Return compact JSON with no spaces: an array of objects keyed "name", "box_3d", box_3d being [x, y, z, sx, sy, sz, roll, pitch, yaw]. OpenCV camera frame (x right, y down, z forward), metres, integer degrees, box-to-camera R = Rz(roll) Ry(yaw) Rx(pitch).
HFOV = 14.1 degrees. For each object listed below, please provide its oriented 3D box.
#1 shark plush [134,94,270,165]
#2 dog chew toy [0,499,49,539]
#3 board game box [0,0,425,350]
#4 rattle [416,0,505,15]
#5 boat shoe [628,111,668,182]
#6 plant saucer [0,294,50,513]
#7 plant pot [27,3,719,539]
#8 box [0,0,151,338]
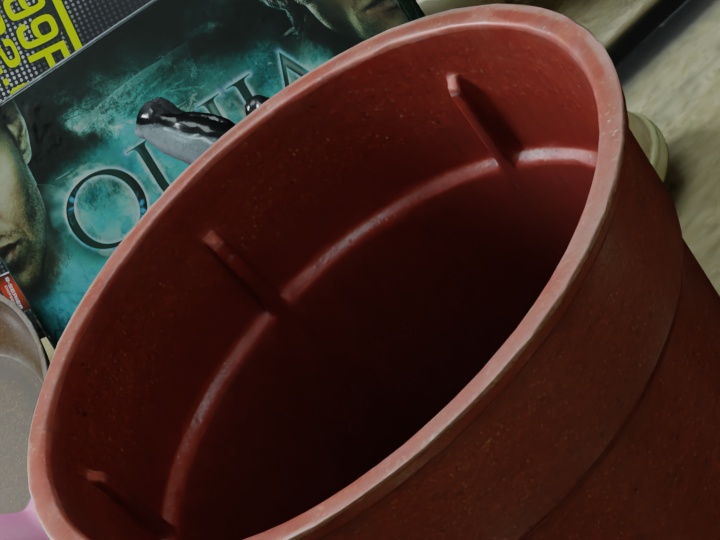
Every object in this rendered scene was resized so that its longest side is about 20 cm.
[{"name":"shark plush","box_3d":[0.000,0.000,1.000,0.083,0.200,0.091,-55,-5,4]},{"name":"dog chew toy","box_3d":[-0.077,0.112,0.999,0.200,0.125,0.124,-41,29,-13]},{"name":"board game box","box_3d":[-0.056,-0.045,1.155,0.199,0.136,0.028,-32,3,18]},{"name":"rattle","box_3d":[0.004,-0.149,1.215,0.200,0.143,0.130,-22,11,45]},{"name":"boat shoe","box_3d":[0.023,0.001,1.068,0.200,0.065,0.072,-38,31,8]},{"name":"plant saucer","box_3d":[-0.184,0.104,1.180,0.200,0.032,0.201,-29,44,32]},{"name":"plant pot","box_3d":[0.043,0.063,0.839,0.200,0.195,0.201,-29,33,21]},{"name":"box","box_3d":[-0.122,-0.085,1.219,0.160,0.201,0.044,-20,7,32]}]
